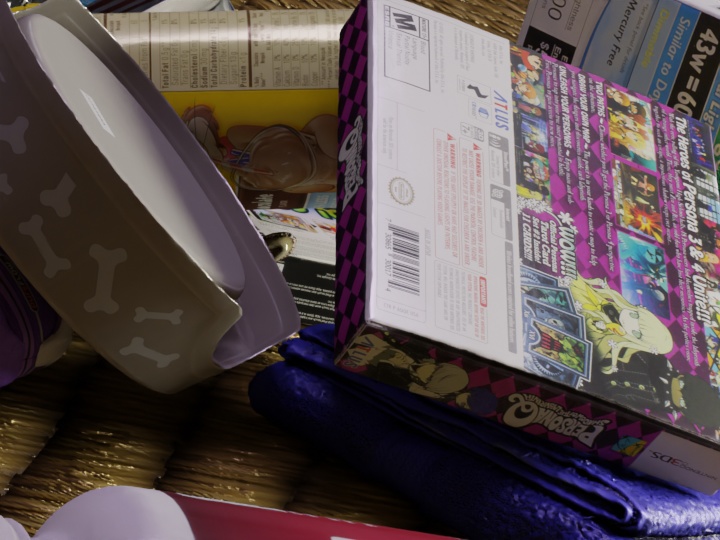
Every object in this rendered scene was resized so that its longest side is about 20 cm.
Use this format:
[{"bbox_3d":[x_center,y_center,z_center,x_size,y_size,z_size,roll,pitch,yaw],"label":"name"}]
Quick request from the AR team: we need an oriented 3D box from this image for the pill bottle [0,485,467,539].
[{"bbox_3d":[-0.033,0.122,0.735,0.200,0.113,0.113,11,17,-25],"label":"pill bottle"}]

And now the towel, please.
[{"bbox_3d":[0.068,0.076,1.149,0.200,0.050,0.148,28,18,30],"label":"towel"}]

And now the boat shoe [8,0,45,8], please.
[{"bbox_3d":[-0.198,-0.128,1.292,0.072,0.200,0.068,44,12,-23],"label":"boat shoe"}]

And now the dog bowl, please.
[{"bbox_3d":[-0.107,-0.036,1.085,0.200,0.059,0.200,51,8,-10],"label":"dog bowl"}]

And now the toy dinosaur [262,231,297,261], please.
[{"bbox_3d":[-0.123,-0.001,1.210,0.199,0.048,0.088,8,16,-17],"label":"toy dinosaur"}]

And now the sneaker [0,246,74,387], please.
[{"bbox_3d":[-0.211,-0.012,1.071,0.200,0.081,0.083,22,21,8],"label":"sneaker"}]

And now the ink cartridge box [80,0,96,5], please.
[{"bbox_3d":[-0.145,-0.242,1.732,0.084,0.200,0.145,20,15,7],"label":"ink cartridge box"}]

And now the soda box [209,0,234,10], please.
[{"bbox_3d":[-0.096,-0.118,1.539,0.068,0.064,0.200,-25,13,1],"label":"soda box"}]

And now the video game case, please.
[{"bbox_3d":[0.075,-0.015,1.134,0.181,0.036,0.200,19,44,-20],"label":"video game case"}]

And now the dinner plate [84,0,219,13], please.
[{"bbox_3d":[-0.143,-0.136,1.500,0.200,0.024,0.200,-23,13,6],"label":"dinner plate"}]

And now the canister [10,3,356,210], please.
[{"bbox_3d":[-0.072,-0.074,1.256,0.199,0.087,0.149,-1,-10,-4],"label":"canister"}]

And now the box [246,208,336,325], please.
[{"bbox_3d":[0.000,0.000,1.367,0.200,0.035,0.110,11,16,-27],"label":"box"}]

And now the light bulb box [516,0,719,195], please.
[{"bbox_3d":[0.183,-0.054,1.469,0.200,0.199,0.125,29,19,37],"label":"light bulb box"}]
